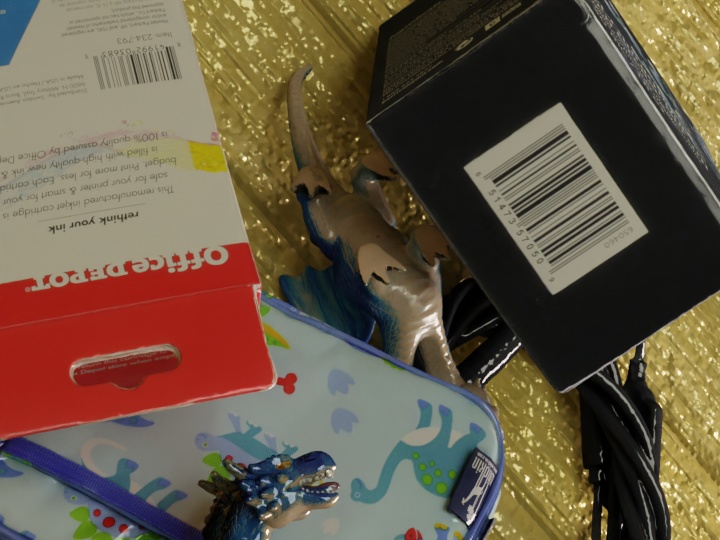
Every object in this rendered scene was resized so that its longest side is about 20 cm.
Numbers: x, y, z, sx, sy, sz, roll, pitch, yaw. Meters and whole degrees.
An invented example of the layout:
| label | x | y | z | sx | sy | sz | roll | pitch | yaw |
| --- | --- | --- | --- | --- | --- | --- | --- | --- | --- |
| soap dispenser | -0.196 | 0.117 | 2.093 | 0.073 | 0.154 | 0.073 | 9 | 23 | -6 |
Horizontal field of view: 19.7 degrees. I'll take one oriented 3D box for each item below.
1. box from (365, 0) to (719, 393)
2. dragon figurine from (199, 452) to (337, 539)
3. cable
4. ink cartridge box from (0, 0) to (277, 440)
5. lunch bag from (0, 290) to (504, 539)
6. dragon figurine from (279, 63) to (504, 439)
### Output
| label | x | y | z | sx | sy | sz | roll | pitch | yaw |
| --- | --- | --- | --- | --- | --- | --- | --- | --- | --- |
| box | 0.088 | -0.062 | 0.948 | 0.107 | 0.200 | 0.149 | -34 | 104 | 12 |
| dragon figurine | -0.082 | 0.144 | 0.753 | 0.199 | 0.059 | 0.100 | -32 | 73 | -6 |
| cable | 0.079 | 0.105 | 1.007 | 0.162 | 0.051 | 0.202 | 18 | 72 | -30 |
| ink cartridge box | -0.109 | -0.017 | 0.825 | 0.115 | 0.067 | 0.201 | -10 | 60 | -12 |
| lunch bag | -0.050 | 0.095 | 0.854 | 0.199 | 0.083 | 0.161 | 29 | 62 | 8 |
| dragon figurine | 0.000 | 0.000 | 0.957 | 0.058 | 0.100 | 0.200 | -21 | 54 | -24 |
